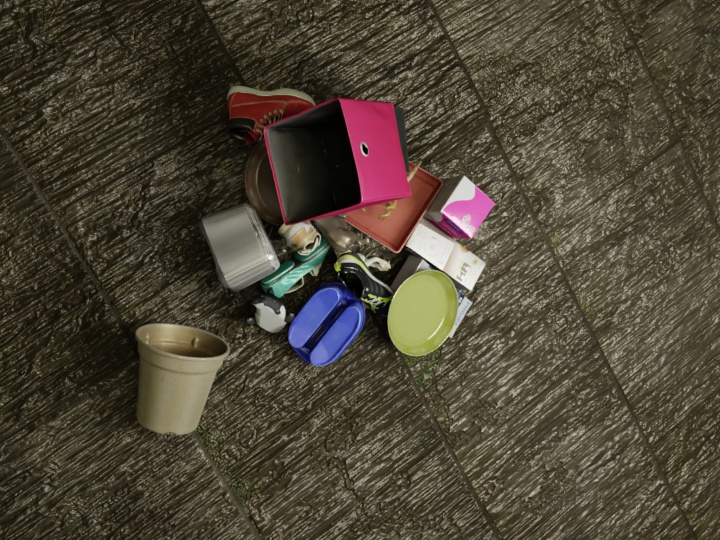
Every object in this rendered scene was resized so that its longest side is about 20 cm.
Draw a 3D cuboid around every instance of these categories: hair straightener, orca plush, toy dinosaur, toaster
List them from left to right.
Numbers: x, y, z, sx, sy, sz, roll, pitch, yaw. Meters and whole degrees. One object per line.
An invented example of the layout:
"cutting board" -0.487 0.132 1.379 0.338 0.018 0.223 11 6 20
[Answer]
"toaster" -0.257 -0.045 1.521 0.127 0.114 0.203 -24 76 -2
"orca plush" -0.210 0.070 1.548 0.103 0.200 0.072 -15 65 16
"hair straightener" -0.199 -0.065 1.604 0.076 0.041 0.202 28 78 0
"toy dinosaur" 0.057 -0.179 1.599 0.196 0.060 0.108 -18 71 4

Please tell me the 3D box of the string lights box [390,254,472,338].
"string lights box" 0.168 0.064 1.687 0.199 0.059 0.104 39 80 -32

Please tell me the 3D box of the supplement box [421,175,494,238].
"supplement box" 0.209 -0.145 1.645 0.101 0.200 0.104 38 81 -15

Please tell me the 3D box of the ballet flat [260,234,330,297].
"ballet flat" -0.137 -0.005 1.622 0.199 0.067 0.071 -36 126 -13

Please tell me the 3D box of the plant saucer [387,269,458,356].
"plant saucer" 0.138 0.094 1.624 0.197 0.031 0.204 -10 109 -29

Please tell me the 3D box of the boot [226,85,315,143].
"boot" -0.192 -0.327 1.543 0.196 0.073 0.146 1 53 -12

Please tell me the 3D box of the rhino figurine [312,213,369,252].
"rhino figurine" -0.072 -0.115 1.594 0.087 0.060 0.200 -12 53 -50

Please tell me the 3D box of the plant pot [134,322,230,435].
"plant pot" -0.391 0.233 1.492 0.197 0.200 0.187 12 100 -17

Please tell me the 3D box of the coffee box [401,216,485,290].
"coffee box" 0.184 -0.040 1.688 0.198 0.114 0.081 34 82 -16

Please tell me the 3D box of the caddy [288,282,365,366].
"caddy" -0.077 0.124 1.617 0.141 0.105 0.201 40 93 0

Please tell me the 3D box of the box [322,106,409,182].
"box" -0.010 -0.272 1.558 0.124 0.197 0.152 -13 98 -56

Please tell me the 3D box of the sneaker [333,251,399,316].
"sneaker" 0.007 0.048 1.585 0.071 0.083 0.200 -34 112 32

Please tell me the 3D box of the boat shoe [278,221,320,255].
"boat shoe" -0.125 -0.066 1.525 0.075 0.200 0.068 -45 85 4

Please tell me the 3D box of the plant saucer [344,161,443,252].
"plant saucer" 0.061 -0.166 1.645 0.198 0.037 0.201 32 82 16

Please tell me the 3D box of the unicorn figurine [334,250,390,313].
"unicorn figurine" 0.000 0.000 1.648 0.134 0.074 0.204 5 98 -2

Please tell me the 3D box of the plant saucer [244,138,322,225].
"plant saucer" -0.165 -0.202 1.564 0.196 0.032 0.205 1 93 25

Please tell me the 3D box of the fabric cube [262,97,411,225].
"fabric cube" -0.041 -0.213 1.396 0.198 0.197 0.200 -15 93 -56
